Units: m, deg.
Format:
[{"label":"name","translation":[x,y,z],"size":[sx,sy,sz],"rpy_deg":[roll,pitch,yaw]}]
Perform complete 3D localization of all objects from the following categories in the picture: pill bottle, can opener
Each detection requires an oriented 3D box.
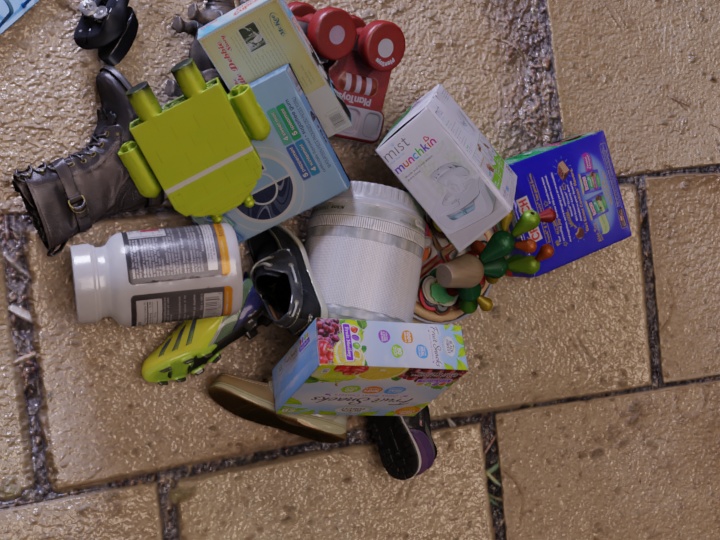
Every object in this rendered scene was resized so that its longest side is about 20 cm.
[{"label":"pill bottle","translation":[-0.248,0.007,1.495],"size":[0.198,0.116,0.118],"rpy_deg":[-6,90,-14]},{"label":"can opener","translation":[-0.303,-0.359,1.539],"size":[0.063,0.079,0.202],"rpy_deg":[13,75,12]}]

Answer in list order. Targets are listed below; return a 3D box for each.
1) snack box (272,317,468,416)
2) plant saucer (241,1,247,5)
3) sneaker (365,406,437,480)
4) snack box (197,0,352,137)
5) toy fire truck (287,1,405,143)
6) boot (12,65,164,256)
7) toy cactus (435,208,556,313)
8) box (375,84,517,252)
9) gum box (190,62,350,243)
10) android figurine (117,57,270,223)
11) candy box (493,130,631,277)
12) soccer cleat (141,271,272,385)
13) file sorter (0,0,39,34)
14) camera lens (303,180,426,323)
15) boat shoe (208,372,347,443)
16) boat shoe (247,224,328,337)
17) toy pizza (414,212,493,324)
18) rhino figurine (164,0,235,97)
[{"label":"snack box","translation":[0.009,0.125,1.535],"size":[0.198,0.169,0.068],"rpy_deg":[5,62,-23]},{"label":"plant saucer","translation":[-0.126,-0.254,1.635],"size":[0.070,0.019,0.202],"rpy_deg":[-5,91,-44]},{"label":"sneaker","translation":[0.051,0.184,1.698],"size":[0.087,0.075,0.202],"rpy_deg":[-9,83,-57]},{"label":"snack box","translation":[-0.106,-0.244,1.554],"size":[0.115,0.037,0.201],"rpy_deg":[-25,120,11]},{"label":"toy fire truck","translation":[-0.040,-0.262,1.638],"size":[0.199,0.112,0.170],"rpy_deg":[6,101,-37]},{"label":"boot","translation":[-0.340,-0.135,1.493],"size":[0.173,0.069,0.202],"rpy_deg":[-21,99,-28]},{"label":"toy cactus","translation":[0.167,-0.013,1.667],"size":[0.164,0.200,0.103],"rpy_deg":[-11,66,-42]},{"label":"box","translation":[0.121,-0.144,1.647],"size":[0.097,0.200,0.177],"rpy_deg":[-39,98,18]},{"label":"gum box","translation":[-0.138,-0.138,1.547],"size":[0.199,0.045,0.171],"rpy_deg":[-25,106,12]},{"label":"android figurine","translation":[-0.196,-0.149,1.485],"size":[0.181,0.041,0.201],"rpy_deg":[-28,116,2]},{"label":"candy box","translation":[0.289,-0.099,1.825],"size":[0.199,0.077,0.171],"rpy_deg":[-21,98,-29]},{"label":"soccer cleat","translation":[-0.201,0.074,1.571],"size":[0.199,0.065,0.084],"rpy_deg":[-32,73,-21]},{"label":"file sorter","translation":[-0.426,-0.368,1.429],"size":[0.139,0.122,0.200],"rpy_deg":[48,68,-17]},{"label":"camera lens","translation":[0.000,0.000,1.613],"size":[0.159,0.160,0.202],"rpy_deg":[16,77,-26]},{"label":"boat shoe","translation":[-0.105,0.168,1.608],"size":[0.199,0.074,0.067],"rpy_deg":[25,63,-26]},{"label":"boat shoe","translation":[-0.105,0.003,1.553],"size":[0.067,0.201,0.072],"rpy_deg":[14,123,-38]},{"label":"toy pizza","translation":[0.117,-0.024,1.753],"size":[0.198,0.032,0.202],"rpy_deg":[2,87,-28]},{"label":"rhino figurine","translation":[-0.195,-0.312,1.584],"size":[0.087,0.059,0.202],"rpy_deg":[14,79,-44]}]
